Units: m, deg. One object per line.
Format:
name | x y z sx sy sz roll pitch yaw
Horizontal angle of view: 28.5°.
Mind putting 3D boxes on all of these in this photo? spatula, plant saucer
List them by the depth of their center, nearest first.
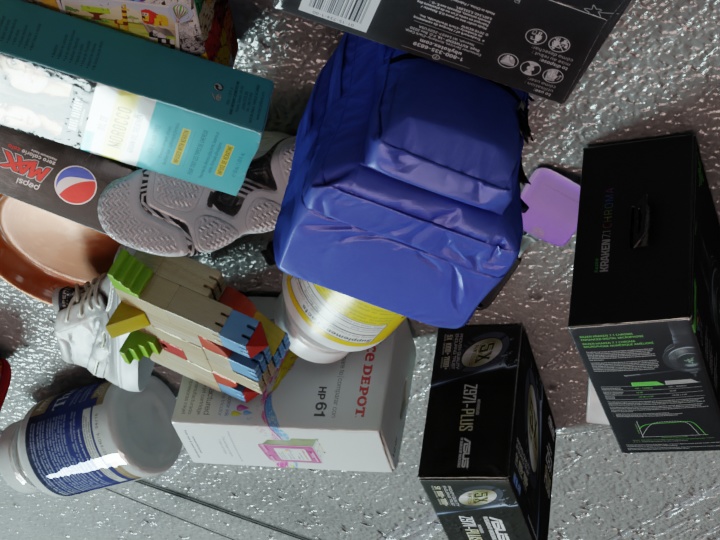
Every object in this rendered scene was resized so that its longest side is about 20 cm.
spatula | 0.135 -0.017 1.207 0.056 0.021 0.200 27 146 -2
plant saucer | -0.254 -0.026 1.288 0.199 0.032 0.201 6 145 4

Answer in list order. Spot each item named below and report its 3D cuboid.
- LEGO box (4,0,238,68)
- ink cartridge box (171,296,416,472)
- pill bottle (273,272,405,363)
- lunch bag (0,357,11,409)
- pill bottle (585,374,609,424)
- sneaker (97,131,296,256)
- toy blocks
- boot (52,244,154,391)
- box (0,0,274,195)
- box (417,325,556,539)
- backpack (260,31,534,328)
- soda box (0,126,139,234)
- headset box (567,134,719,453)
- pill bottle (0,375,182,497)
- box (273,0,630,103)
LEGO box | -0.197 -0.189 1.003 0.199 0.077 0.149 4 145 9
ink cartridge box | -0.058 0.103 1.320 0.199 0.145 0.085 1 145 12
pill bottle | 0.000 0.000 1.190 0.111 0.112 0.200 22 144 -16
lunch bag | -0.464 0.173 1.495 0.199 0.177 0.082 -23 133 39
pill bottle | 0.300 0.096 1.244 0.199 0.114 0.114 4 145 8
sneaker | -0.109 -0.061 1.099 0.199 0.076 0.115 -13 -170 -16
toy blocks | -0.125 0.053 1.212 0.136 0.100 0.200 23 157 15
boot | -0.236 0.034 1.281 0.095 0.074 0.200 17 138 4
box | -0.167 -0.119 0.982 0.199 0.049 0.082 16 146 -11
box | 0.127 0.176 1.359 0.086 0.164 0.200 -3 142 17
backpack | 0.045 -0.088 0.980 0.162 0.201 0.168 24 134 -15
soda box | -0.261 -0.094 1.144 0.199 0.071 0.064 23 110 -16
headset box | 0.230 0.017 1.101 0.092 0.175 0.200 -6 141 22
pill bottle | -0.296 0.182 1.523 0.199 0.111 0.111 -18 136 34
box | 0.063 -0.210 0.875 0.199 0.115 0.132 17 146 -8
